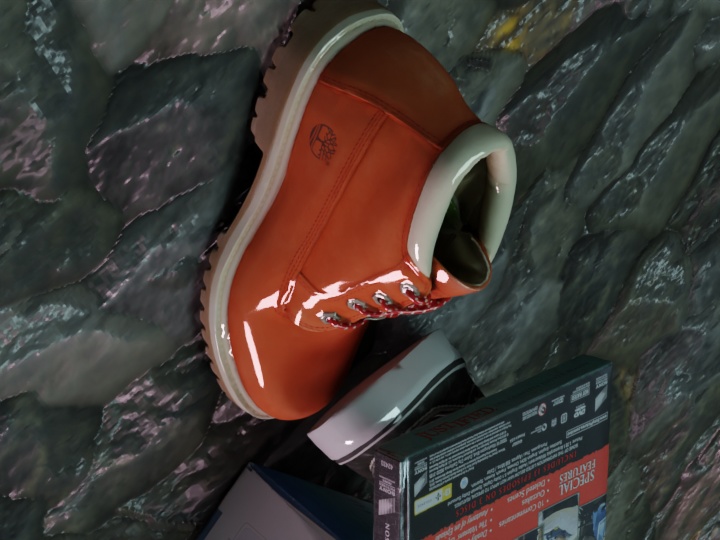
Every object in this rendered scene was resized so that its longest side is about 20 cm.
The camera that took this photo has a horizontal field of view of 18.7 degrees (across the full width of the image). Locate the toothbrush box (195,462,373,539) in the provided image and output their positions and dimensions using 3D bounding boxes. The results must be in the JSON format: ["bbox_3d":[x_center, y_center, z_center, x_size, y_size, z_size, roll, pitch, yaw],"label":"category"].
[{"bbox_3d":[-0.019,0.190,1.071,0.147,0.085,0.200,-55,148,5],"label":"toothbrush box"}]

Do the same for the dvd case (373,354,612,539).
[{"bbox_3d":[0.057,0.149,0.942,0.146,0.022,0.201,-21,117,-46],"label":"dvd case"}]

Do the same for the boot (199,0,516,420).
[{"bbox_3d":[0.000,0.000,0.878,0.075,0.107,0.200,-25,143,-40],"label":"boot"}]

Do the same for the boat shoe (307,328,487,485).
[{"bbox_3d":[0.032,0.071,0.967,0.071,0.064,0.200,-39,171,8],"label":"boat shoe"}]
